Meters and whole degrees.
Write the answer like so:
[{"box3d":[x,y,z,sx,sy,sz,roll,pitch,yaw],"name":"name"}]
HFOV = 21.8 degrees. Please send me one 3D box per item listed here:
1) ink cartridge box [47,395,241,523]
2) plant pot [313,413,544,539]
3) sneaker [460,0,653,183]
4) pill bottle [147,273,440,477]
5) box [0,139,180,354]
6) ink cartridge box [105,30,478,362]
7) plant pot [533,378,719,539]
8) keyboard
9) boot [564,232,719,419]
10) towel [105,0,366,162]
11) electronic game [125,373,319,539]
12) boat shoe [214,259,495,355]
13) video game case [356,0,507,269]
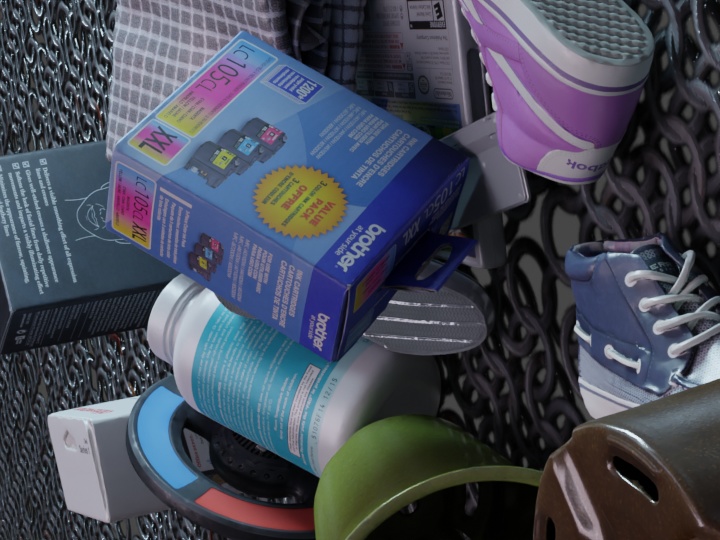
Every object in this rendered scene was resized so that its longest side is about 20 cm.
[{"box3d":[-0.132,0.137,1.492,0.145,0.200,0.084,172,88,-68],"name":"ink cartridge box"},{"box3d":[0.049,0.176,1.129,0.190,0.200,0.201,-124,29,-70],"name":"plant pot"},{"box3d":[0.078,-0.129,1.014,0.114,0.072,0.201,99,151,-46],"name":"sneaker"},{"box3d":[-0.052,0.067,1.290,0.200,0.111,0.111,25,127,30],"name":"pill bottle"},{"box3d":[-0.240,-0.027,1.679,0.107,0.200,0.149,124,132,-61],"name":"box"},{"box3d":[-0.030,-0.039,1.110,0.200,0.136,0.076,31,142,14],"name":"ink cartridge box"},{"box3d":[0.186,0.112,0.711,0.200,0.198,0.201,169,90,-67],"name":"plant pot"},{"box3d":[0.054,-0.053,1.155,0.200,0.011,0.056,-21,86,67],"name":"keyboard"},{"box3d":[0.155,0.032,0.911,0.200,0.073,0.091,6,111,68],"name":"boot"},{"box3d":[-0.093,-0.132,1.267,0.200,0.085,0.166,21,109,44],"name":"towel"},{"box3d":[-0.068,0.129,1.335,0.200,0.200,0.042,53,136,47],"name":"electronic game"},{"box3d":[0.000,0.000,1.219,0.200,0.067,0.074,12,130,22],"name":"boat shoe"},{"box3d":[0.033,-0.102,1.220,0.200,0.022,0.183,-164,66,-65],"name":"video game case"}]
